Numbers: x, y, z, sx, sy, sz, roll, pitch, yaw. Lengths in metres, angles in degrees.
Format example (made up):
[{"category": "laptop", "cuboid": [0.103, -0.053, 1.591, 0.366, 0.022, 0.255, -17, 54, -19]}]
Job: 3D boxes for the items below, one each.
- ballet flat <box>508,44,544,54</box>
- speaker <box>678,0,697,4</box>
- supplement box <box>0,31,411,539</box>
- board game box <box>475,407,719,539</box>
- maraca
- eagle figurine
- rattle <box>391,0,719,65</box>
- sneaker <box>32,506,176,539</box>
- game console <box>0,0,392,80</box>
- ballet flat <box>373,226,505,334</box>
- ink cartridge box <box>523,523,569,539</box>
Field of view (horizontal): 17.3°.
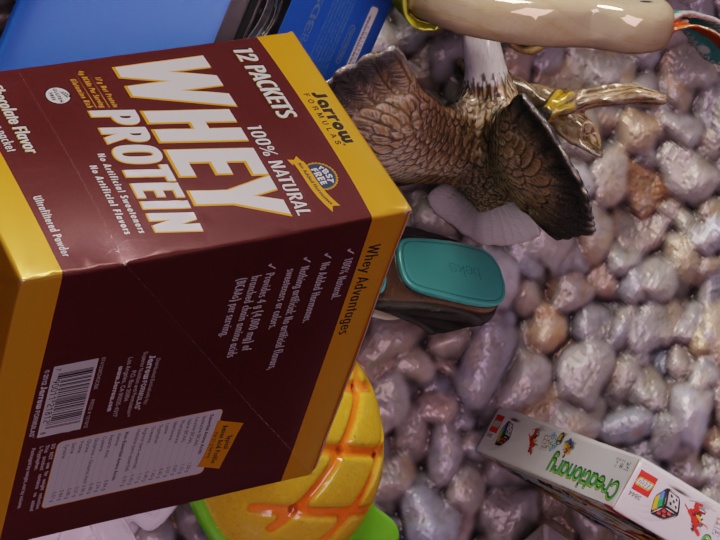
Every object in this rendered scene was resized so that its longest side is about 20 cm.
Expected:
[{"category": "ballet flat", "cuboid": [0.074, -0.200, 1.338, 0.200, 0.069, 0.063, 53, 42, -44]}, {"category": "speaker", "cuboid": [0.134, -0.237, 1.393, 0.200, 0.081, 0.081, 27, 84, -20]}, {"category": "supplement box", "cuboid": [-0.113, 0.009, 1.158, 0.200, 0.133, 0.197, -11, 140, -29]}, {"category": "board game box", "cuboid": [0.159, 0.134, 1.358, 0.126, 0.200, 0.035, 31, 85, -18]}, {"category": "maraca", "cuboid": [-0.039, 0.115, 1.335, 0.137, 0.107, 0.200, -30, 113, -32]}, {"category": "eagle figurine", "cuboid": [0.065, -0.076, 1.318, 0.152, 0.200, 0.151, -32, 96, 26]}, {"category": "rattle", "cuboid": [0.123, -0.179, 1.247, 0.200, 0.130, 0.143, 11, 94, 16]}, {"category": "sneaker", "cuboid": [-0.135, 0.173, 1.316, 0.115, 0.075, 0.200, -37, 101, -9]}, {"category": "game console", "cuboid": [-0.077, -0.152, 1.273, 0.171, 0.118, 0.200, 11, 105, -61]}, {"category": "ballet flat", "cuboid": [0.000, 0.000, 1.335, 0.200, 0.068, 0.068, 25, 50, -44]}, {"category": "ink cartridge box", "cuboid": [0.158, 0.265, 1.375, 0.176, 0.200, 0.045, 37, 118, -19]}]
